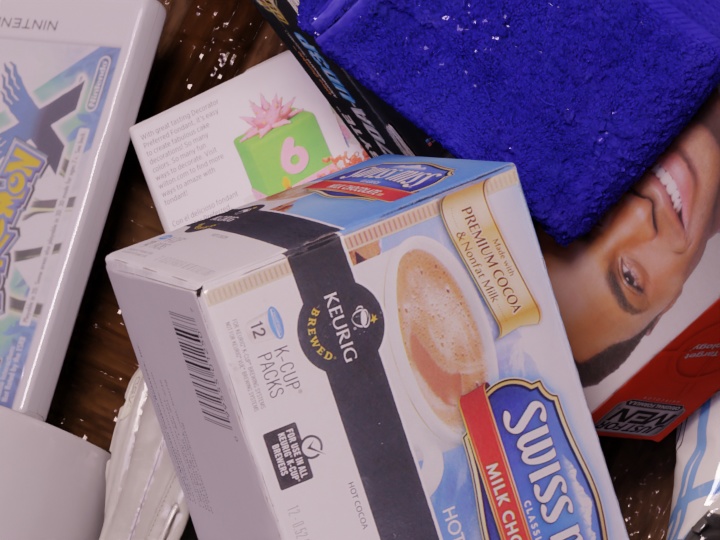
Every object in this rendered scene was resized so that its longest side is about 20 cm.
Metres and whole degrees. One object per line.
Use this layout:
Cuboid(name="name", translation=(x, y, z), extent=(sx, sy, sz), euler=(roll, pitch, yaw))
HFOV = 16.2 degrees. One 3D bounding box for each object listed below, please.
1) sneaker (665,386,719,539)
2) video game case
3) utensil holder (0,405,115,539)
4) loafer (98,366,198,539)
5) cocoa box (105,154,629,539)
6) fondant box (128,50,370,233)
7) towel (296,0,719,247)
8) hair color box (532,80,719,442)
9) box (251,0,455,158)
Cuboid(name="sneaker", translation=(0.159, 0.071, 1.039), extent=(0.072, 0.072, 0.201), euler=(15, 88, -17))
Cuboid(name="video game case", translation=(-0.191, -0.037, 1.167), extent=(0.182, 0.022, 0.201), euler=(7, 76, 33))
Cuboid(name="utensil holder", translation=(-0.198, 0.155, 1.056), extent=(0.169, 0.170, 0.201), euler=(13, 76, 20))
Cuboid(name="loafer", translation=(-0.075, 0.132, 1.032), extent=(0.070, 0.070, 0.201), euler=(6, 84, 34))
Cuboid(name="cocoa box", translation=(0.008, 0.070, 0.957), extent=(0.131, 0.133, 0.201), euler=(-21, 101, -18))
Cuboid(name="fondant box", translation=(0.000, 0.000, 1.104), extent=(0.144, 0.058, 0.201), euler=(-25, 69, 8))
Cuboid(name="towel", translation=(0.081, -0.120, 0.924), extent=(0.147, 0.050, 0.200), euler=(39, 117, 0))
Cuboid(name="hair color box", translation=(0.142, -0.032, 0.976), extent=(0.200, 0.061, 0.102), euler=(-46, 55, 31))
Cuboid(name="box", translation=(0.057, -0.142, 1.035), extent=(0.200, 0.159, 0.046), euler=(-45, 25, -12))
